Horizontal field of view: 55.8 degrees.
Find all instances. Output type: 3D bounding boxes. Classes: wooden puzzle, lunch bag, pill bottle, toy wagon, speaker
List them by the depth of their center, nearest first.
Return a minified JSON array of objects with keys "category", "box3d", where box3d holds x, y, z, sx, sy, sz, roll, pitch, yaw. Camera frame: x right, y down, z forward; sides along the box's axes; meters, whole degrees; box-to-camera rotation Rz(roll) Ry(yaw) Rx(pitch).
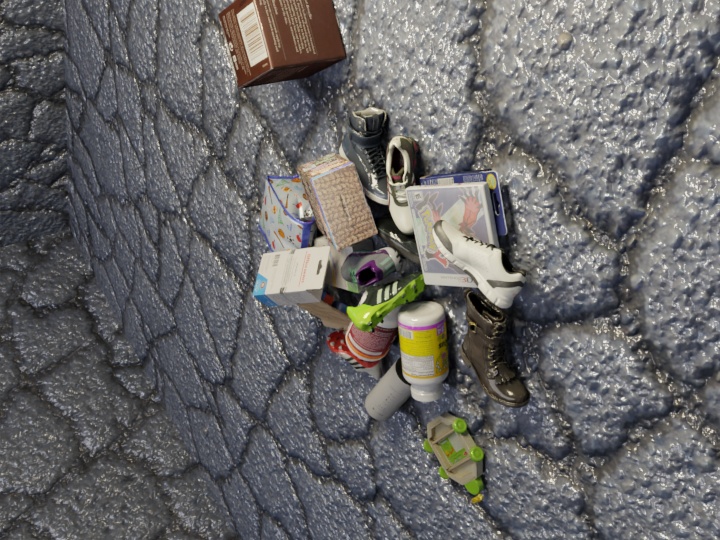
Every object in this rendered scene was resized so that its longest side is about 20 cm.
[{"category":"pill bottle","box3d":[0.137,0.176,1.468,0.104,0.103,0.203,17,120,49]},{"category":"toy wagon","box3d":[0.221,0.423,1.532,0.201,0.039,0.155,58,144,15]},{"category":"pill bottle","box3d":[0.043,0.109,1.557,0.113,0.112,0.201,51,142,24]},{"category":"speaker","box3d":[0.081,0.282,1.619,0.082,0.080,0.201,55,143,20]},{"category":"lunch bag","box3d":[-0.170,-0.117,1.720,0.201,0.122,0.172,-120,32,-41]},{"category":"wooden puzzle","box3d":[-0.104,0.086,1.744,0.199,0.047,0.184,39,160,-33]}]

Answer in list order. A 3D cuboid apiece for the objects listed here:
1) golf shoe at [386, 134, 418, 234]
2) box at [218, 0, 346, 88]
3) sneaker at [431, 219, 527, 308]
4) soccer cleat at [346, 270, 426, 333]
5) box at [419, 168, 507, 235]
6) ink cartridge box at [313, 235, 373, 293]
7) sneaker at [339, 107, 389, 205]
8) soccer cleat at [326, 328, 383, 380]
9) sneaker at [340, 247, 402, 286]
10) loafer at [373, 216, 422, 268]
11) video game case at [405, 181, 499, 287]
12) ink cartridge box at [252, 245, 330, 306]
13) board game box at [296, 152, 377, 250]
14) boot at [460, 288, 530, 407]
[{"category":"golf shoe","box3d":[0.079,-0.167,1.363,0.076,0.088,0.203,-4,101,20]},{"category":"box","box3d":[-0.169,-0.505,1.467,0.163,0.198,0.168,-4,103,54]},{"category":"sneaker","box3d":[0.214,-0.028,1.217,0.200,0.074,0.080,43,122,12]},{"category":"soccer cleat","box3d":[0.059,0.050,1.433,0.081,0.199,0.068,43,158,33]},{"category":"box","box3d":[0.200,-0.126,1.292,0.199,0.032,0.123,4,110,52]},{"category":"ink cartridge box","box3d":[-0.050,-0.023,1.657,0.199,0.067,0.119,13,117,51]},{"category":"sneaker","box3d":[0.030,-0.247,1.429,0.203,0.076,0.147,54,145,24]},{"category":"soccer cleat","box3d":[-0.016,0.214,1.730,0.199,0.068,0.086,22,143,46]},{"category":"sneaker","box3d":[0.000,0.000,1.476,0.199,0.087,0.075,-18,105,54]},{"category":"loafer","box3d":[0.093,-0.055,1.445,0.199,0.072,0.073,35,136,41]},{"category":"video game case","box3d":[0.178,-0.064,1.288,0.181,0.023,0.203,3,113,43]},{"category":"ink cartridge box","box3d":[-0.148,0.015,1.612,0.197,0.068,0.118,-6,60,30]},{"category":"board game box","box3d":[-0.055,-0.156,1.489,0.200,0.096,0.161,-134,22,-69]},{"category":"boot","box3d":[0.254,0.149,1.293,0.200,0.069,0.176,46,153,33]}]
